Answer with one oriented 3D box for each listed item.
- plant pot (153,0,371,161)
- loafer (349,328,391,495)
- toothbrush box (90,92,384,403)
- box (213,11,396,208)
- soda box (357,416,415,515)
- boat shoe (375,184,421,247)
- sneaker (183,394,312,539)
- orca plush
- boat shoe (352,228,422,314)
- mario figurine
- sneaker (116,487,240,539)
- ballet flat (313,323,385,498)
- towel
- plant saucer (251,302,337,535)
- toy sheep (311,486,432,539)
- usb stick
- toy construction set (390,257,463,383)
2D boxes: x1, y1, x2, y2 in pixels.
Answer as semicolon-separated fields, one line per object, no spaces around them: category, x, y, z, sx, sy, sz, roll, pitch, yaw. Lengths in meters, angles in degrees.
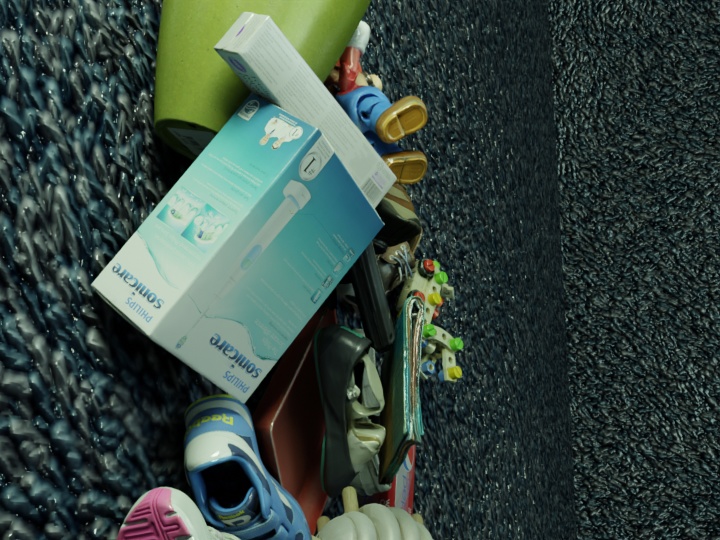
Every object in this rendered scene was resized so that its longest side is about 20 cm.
plant pot;-0.103;-0.196;0.776;0.187;0.186;0.202;44;61;-58
loafer;0.011;0.171;1.076;0.070;0.069;0.202;27;60;-65
toothbrush box;-0.092;-0.014;0.716;0.201;0.085;0.146;-53;145;-9
box;-0.039;-0.125;0.727;0.042;0.039;0.200;-54;133;-10
soda box;0.029;0.263;1.109;0.070;0.063;0.202;47;42;-57
boat shoe;-0.004;-0.090;0.969;0.200;0.075;0.075;31;45;-54
sneaker;-0.100;0.207;0.762;0.082;0.073;0.201;-106;172;-66
orca plush;0.000;0.000;0.922;0.201;0.071;0.106;58;21;-31
boat shoe;0.036;-0.015;1.182;0.201;0.072;0.073;-67;144;-51
mario figurine;0.013;-0.166;0.874;0.105;0.200;0.124;18;109;-39
sneaker;-0.131;0.241;0.701;0.088;0.081;0.202;-65;151;-54
ballet flat;-0.009;0.150;0.898;0.073;0.072;0.202;-49;141;-61
towel;0.040;0.129;0.906;0.200;0.021;0.148;103;-9;-64
plant saucer;-0.060;0.163;0.906;0.201;0.036;0.201;-67;156;-52
toy sheep;0.013;0.294;0.873;0.199;0.138;0.139;23;55;-21
usb stick;0.000;-0.013;0.859;0.056;0.032;0.202;-113;-172;-64
toy construction set;0.105;0.062;1.312;0.131;0.092;0.201;42;33;-25
